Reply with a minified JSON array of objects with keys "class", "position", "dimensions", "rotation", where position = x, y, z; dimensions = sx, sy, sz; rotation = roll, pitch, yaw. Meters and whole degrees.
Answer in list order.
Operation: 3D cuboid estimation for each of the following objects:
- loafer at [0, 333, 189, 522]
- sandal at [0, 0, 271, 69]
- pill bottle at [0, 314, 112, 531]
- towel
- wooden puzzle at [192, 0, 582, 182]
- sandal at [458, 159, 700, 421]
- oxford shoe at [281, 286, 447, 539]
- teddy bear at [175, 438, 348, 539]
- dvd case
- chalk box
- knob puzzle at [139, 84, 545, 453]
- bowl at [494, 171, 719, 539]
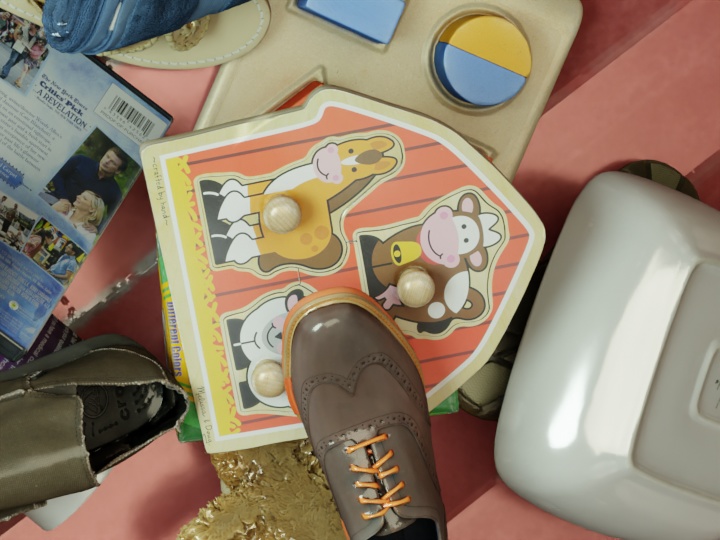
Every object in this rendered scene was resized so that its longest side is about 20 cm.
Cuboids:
[{"class":"loafer","position":[-0.169,0.085,1.488],"dimensions":[0.200,0.071,0.073],"rotation":[-30,117,-38]},{"class":"sandal","position":[-0.151,-0.146,1.590],"dimensions":[0.212,0.070,0.078],"rotation":[19,118,-15]},{"class":"pill bottle","position":[-0.223,0.050,1.586],"dimensions":[0.200,0.112,0.112],"rotation":[42,83,-11]},{"class":"towel","position":[-0.075,-0.178,1.543],"dimensions":[0.200,0.112,0.049],"rotation":[-26,62,-38]},{"class":"wooden puzzle","position":[0.016,-0.104,1.669],"dimensions":[0.185,0.046,0.200],"rotation":[23,87,-13]},{"class":"sandal","position":[0.122,0.015,1.699],"dimensions":[0.082,0.055,0.200],"rotation":[40,68,-1]},{"class":"oxford shoe","position":[0.011,0.095,1.514],"dimensions":[0.071,0.073,0.200],"rotation":[-21,127,-1]},{"class":"teddy bear","position":[-0.033,0.158,1.629],"dimensions":[0.145,0.067,0.200],"rotation":[-32,70,-27]},{"class":"dvd case","position":[-0.199,-0.061,1.577],"dimensions":[0.143,0.018,0.200],"rotation":[37,48,-10]},{"class":"chalk box","position":[-0.010,0.008,1.603],"dimensions":[0.200,0.125,0.124],"rotation":[-5,109,-4]},{"class":"knob puzzle","position":[0.000,0.000,1.521],"dimensions":[0.219,0.030,0.220],"rotation":[-2,108,-6]},{"class":"bowl","position":[0.181,0.060,1.654],"dimensions":[0.200,0.075,0.200],"rotation":[22,86,-44]}]
